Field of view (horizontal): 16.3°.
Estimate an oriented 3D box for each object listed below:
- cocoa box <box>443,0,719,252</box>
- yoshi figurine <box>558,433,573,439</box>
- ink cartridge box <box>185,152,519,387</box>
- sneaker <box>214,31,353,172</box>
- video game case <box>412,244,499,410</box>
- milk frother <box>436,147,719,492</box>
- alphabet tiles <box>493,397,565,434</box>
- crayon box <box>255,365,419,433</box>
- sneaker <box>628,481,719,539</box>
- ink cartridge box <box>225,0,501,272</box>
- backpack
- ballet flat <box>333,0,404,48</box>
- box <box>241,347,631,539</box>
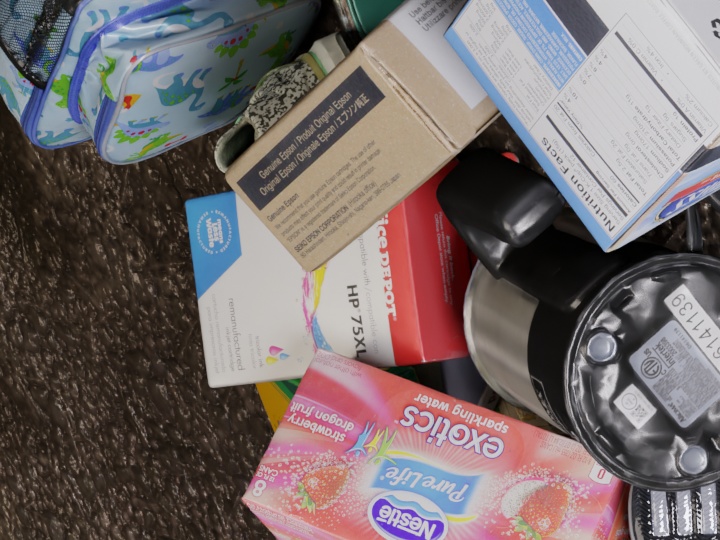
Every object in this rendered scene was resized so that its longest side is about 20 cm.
[{"bbox_3d":[0.165,-0.124,1.127,0.134,0.200,0.131,54,145,11],"label":"cocoa box"},{"bbox_3d":[0.114,0.199,1.440,0.112,0.201,0.112,-21,136,30],"label":"yoshi figurine"},{"bbox_3d":[0.000,0.000,1.460,0.199,0.067,0.117,-9,88,35],"label":"ink cartridge box"},{"bbox_3d":[-0.050,-0.085,1.465,0.077,0.088,0.200,66,167,6],"label":"sneaker"},{"bbox_3d":[0.022,0.000,1.540,0.200,0.023,0.182,48,142,23],"label":"video game case"},{"bbox_3d":[0.158,-0.009,1.288,0.181,0.199,0.188,67,171,-14],"label":"milk frother"},{"bbox_3d":[0.086,0.097,1.546,0.166,0.006,0.201,-9,105,54],"label":"alphabet tiles"},{"bbox_3d":[0.009,0.136,1.585,0.119,0.058,0.200,26,142,54],"label":"crayon box"},{"bbox_3d":[0.174,0.192,1.317,0.088,0.074,0.201,20,-108,-84],"label":"sneaker"},{"bbox_3d":[0.044,-0.106,1.287,0.075,0.200,0.165,48,144,-1],"label":"ink cartridge box"},{"bbox_3d":[-0.133,-0.151,1.507,0.147,0.183,0.200,59,150,11],"label":"backpack"},{"bbox_3d":[0.001,-0.201,1.419,0.074,0.074,0.201,3,113,51],"label":"ballet flat"},{"bbox_3d":[0.050,0.132,1.382,0.200,0.103,0.095,20,163,27],"label":"box"}]
